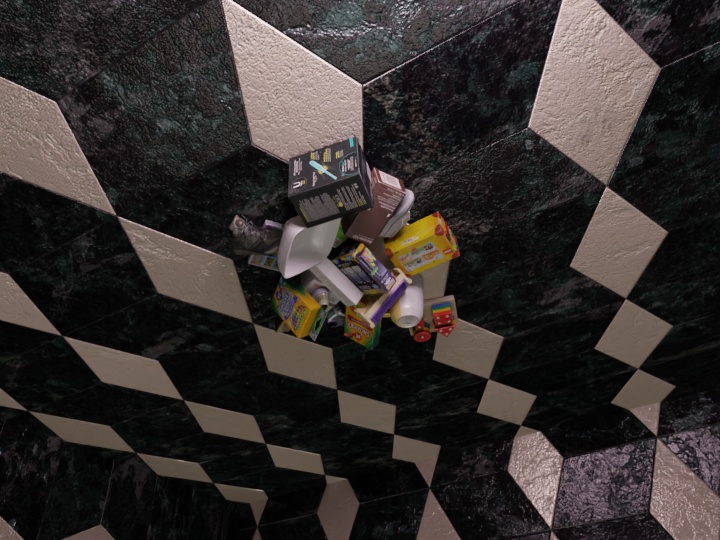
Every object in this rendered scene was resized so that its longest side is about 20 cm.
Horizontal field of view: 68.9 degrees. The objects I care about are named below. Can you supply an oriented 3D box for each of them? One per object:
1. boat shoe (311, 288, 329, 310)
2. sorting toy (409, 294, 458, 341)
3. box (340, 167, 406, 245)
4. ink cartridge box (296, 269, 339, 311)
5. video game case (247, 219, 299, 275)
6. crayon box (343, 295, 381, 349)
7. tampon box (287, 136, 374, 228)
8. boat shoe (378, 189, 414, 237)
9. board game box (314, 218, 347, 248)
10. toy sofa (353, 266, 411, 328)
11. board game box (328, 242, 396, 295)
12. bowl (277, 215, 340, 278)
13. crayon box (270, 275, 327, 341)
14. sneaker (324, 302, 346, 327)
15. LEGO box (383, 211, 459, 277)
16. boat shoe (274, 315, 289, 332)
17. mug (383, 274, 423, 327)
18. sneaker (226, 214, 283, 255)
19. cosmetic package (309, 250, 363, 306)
[{"bbox_3d":[-0.156,0.138,1.760,0.070,0.063,0.201,10,140,-18],"label":"boat shoe"},{"bbox_3d":[0.275,0.196,2.007,0.194,0.071,0.201,-12,141,8],"label":"sorting toy"},{"bbox_3d":[0.033,-0.178,1.490,0.098,0.076,0.201,16,128,-27],"label":"box"},{"bbox_3d":[-0.153,0.073,1.799,0.143,0.085,0.200,22,135,-29],"label":"ink cartridge box"},{"bbox_3d":[-0.246,-0.067,1.668,0.178,0.024,0.201,14,138,-21],"label":"video game case"},{"bbox_3d":[0.009,0.156,1.798,0.125,0.050,0.205,22,123,29],"label":"crayon box"},{"bbox_3d":[-0.077,-0.230,1.380,0.195,0.153,0.127,-15,140,13],"label":"tampon box"},{"bbox_3d":[0.114,-0.161,1.550,0.064,0.073,0.201,10,140,-25],"label":"boat shoe"},{"bbox_3d":[-0.045,-0.146,1.587,0.095,0.031,0.198,30,132,-35],"label":"board game box"},{"bbox_3d":[0.079,0.093,1.683,0.098,0.083,0.201,45,80,-18],"label":"toy sofa"},{"bbox_3d":[0.000,0.000,1.630,0.165,0.057,0.199,45,158,-17],"label":"board game box"},{"bbox_3d":[-0.159,-0.091,1.517,0.198,0.074,0.203,-29,151,-39],"label":"bowl"},{"bbox_3d":[-0.206,0.126,1.718,0.051,0.200,0.128,-14,140,-49],"label":"crayon box"},{"bbox_3d":[-0.072,0.173,1.903,0.087,0.075,0.200,-39,151,8],"label":"sneaker"},{"bbox_3d":[0.192,-0.076,1.656,0.196,0.079,0.149,-23,138,22],"label":"LEGO box"},{"bbox_3d":[-0.262,0.169,1.926,0.063,0.073,0.200,7,150,-22],"label":"boat shoe"},{"bbox_3d":[0.142,0.119,1.831,0.184,0.156,0.149,-28,137,28],"label":"mug"},{"bbox_3d":[-0.313,-0.106,1.545,0.194,0.078,0.115,0,140,23],"label":"sneaker"},{"bbox_3d":[-0.084,0.027,1.675,0.200,0.051,0.082,45,161,-13],"label":"cosmetic package"}]
